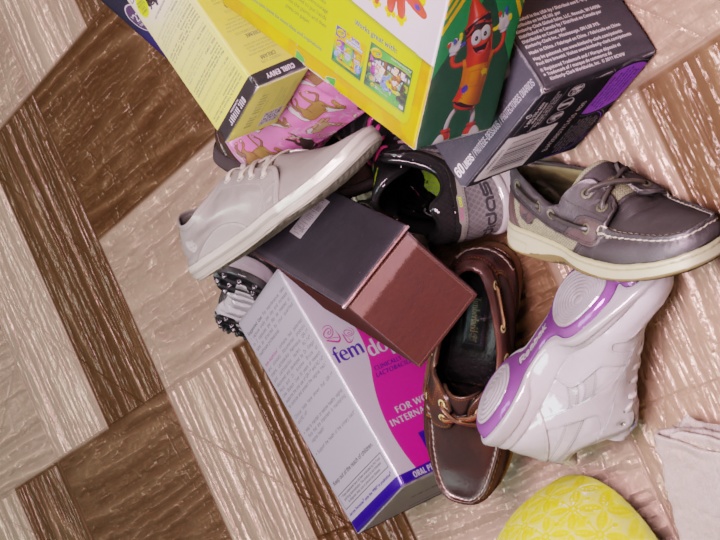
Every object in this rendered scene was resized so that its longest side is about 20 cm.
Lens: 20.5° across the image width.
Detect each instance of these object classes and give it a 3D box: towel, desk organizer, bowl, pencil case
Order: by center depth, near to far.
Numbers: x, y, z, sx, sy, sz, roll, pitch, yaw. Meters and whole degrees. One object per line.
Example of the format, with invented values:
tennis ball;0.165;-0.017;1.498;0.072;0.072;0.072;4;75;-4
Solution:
towel;0.265;0.196;1.324;0.132;0.034;0.201;7;115;56
desk organizer;0.000;0.000;1.441;0.077;0.072;0.200;40;175;-24
pencil case;-0.028;-0.139;1.442;0.200;0.083;0.087;-31;60;53
bowl;0.145;0.260;1.450;0.200;0.107;0.201;45;146;42

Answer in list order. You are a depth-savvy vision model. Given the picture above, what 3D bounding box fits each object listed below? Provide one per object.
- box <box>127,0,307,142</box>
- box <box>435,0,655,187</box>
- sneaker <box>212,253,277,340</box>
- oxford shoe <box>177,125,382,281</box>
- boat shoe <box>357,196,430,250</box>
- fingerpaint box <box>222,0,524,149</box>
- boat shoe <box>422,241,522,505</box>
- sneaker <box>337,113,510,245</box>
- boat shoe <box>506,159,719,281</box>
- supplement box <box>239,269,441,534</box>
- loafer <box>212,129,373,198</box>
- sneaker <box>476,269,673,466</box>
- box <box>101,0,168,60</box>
box;-0.120;-0.194;1.413;0.200;0.050;0.075;54;145;14
box;0.079;-0.177;1.311;0.200;0.106;0.122;59;144;16
sneaker;-0.083;0.003;1.704;0.066;0.091;0.200;20;161;5
oxford shoe;-0.066;-0.058;1.451;0.200;0.075;0.058;-32;88;37
boat shoe;0.042;0.030;1.531;0.200;0.062;0.073;55;144;20
fingerpaint box;0.012;-0.199;1.233;0.200;0.073;0.167;39;131;36
boat shoe;0.078;0.080;1.456;0.070;0.070;0.201;5;106;15
sneaker;0.031;-0.079;1.459;0.200;0.087;0.074;40;138;38
boat shoe;0.159;-0.039;1.309;0.201;0.072;0.066;12;123;58
supplement box;0.004;0.088;1.587;0.200;0.101;0.103;58;147;15
loafer;-0.062;-0.101;1.598;0.200;0.073;0.071;23;128;49
sneaker;0.165;0.060;1.373;0.200;0.099;0.075;-53;19;37
box;-0.108;-0.231;1.534;0.141;0.079;0.200;43;151;-14
